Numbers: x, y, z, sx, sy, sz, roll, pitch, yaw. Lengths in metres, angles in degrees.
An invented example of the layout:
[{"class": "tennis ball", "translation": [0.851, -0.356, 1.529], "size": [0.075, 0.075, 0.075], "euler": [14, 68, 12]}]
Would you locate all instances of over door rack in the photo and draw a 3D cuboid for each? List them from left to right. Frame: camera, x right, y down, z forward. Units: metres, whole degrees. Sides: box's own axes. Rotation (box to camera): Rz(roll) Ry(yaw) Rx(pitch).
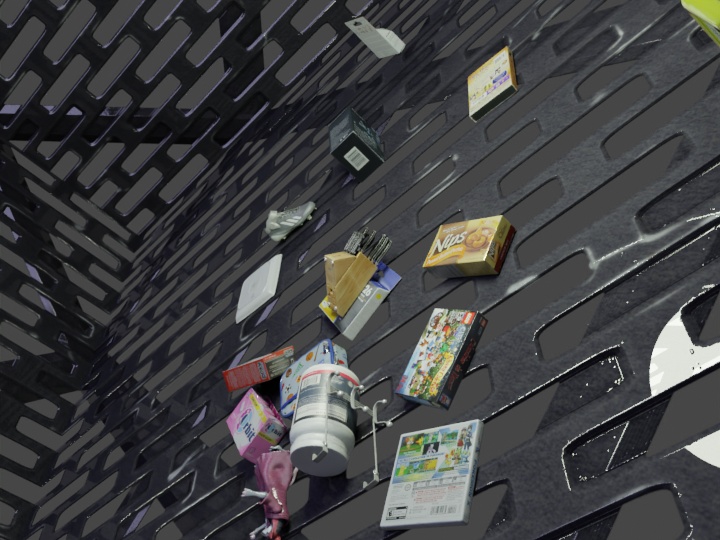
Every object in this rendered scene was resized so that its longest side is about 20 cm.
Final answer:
[{"class": "over door rack", "translation": [-0.009, 0.311, 1.434], "size": [0.066, 0.147, 0.202], "euler": [-37, 30, 36]}]

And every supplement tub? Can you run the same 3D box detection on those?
[{"class": "supplement tub", "translation": [-0.075, 0.316, 1.533], "size": [0.139, 0.140, 0.202], "euler": [-31, 35, 34]}]

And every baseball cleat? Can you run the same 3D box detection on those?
[{"class": "baseball cleat", "translation": [-0.247, -0.180, 2.439], "size": [0.199, 0.106, 0.070], "euler": [-41, 24, 16]}]

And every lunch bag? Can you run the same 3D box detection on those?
[{"class": "lunch bag", "translation": [-0.109, 0.268, 1.723], "size": [0.199, 0.075, 0.162], "euler": [-41, 31, 23]}]

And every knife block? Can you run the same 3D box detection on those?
[{"class": "knife block", "translation": [0.000, 0.000, 1.815], "size": [0.064, 0.172, 0.204], "euler": [-154, 57, -62]}]

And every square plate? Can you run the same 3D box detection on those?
[{"class": "square plate", "translation": [-0.342, 0.055, 2.392], "size": [0.199, 0.028, 0.200], "euler": [-36, 31, 29]}]

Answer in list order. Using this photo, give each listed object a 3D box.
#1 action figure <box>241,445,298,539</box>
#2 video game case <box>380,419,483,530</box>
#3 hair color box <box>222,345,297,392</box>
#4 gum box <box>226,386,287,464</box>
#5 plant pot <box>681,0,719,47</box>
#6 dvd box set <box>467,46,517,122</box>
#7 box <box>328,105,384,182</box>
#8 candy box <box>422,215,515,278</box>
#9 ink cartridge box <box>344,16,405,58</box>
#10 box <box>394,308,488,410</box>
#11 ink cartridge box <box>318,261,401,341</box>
[{"class": "action figure", "translation": [-0.182, 0.499, 1.569], "size": [0.146, 0.136, 0.202], "euler": [-8, 45, -9]}, {"class": "video game case", "translation": [0.127, 0.368, 1.289], "size": [0.198, 0.022, 0.185], "euler": [-24, 38, 44]}, {"class": "hair color box", "translation": [-0.268, 0.264, 1.927], "size": [0.198, 0.065, 0.110], "euler": [-21, -3, 44]}, {"class": "gum box", "translation": [-0.267, 0.390, 1.827], "size": [0.114, 0.066, 0.200], "euler": [-53, 27, -1]}, {"class": "plant pot", "translation": [0.688, -0.471, 1.240], "size": [0.182, 0.198, 0.200], "euler": [-47, 27, 23]}, {"class": "dvd box set", "translation": [0.358, -0.511, 1.972], "size": [0.145, 0.029, 0.202], "euler": [-34, 33, 32]}, {"class": "box", "translation": [-0.016, -0.405, 2.303], "size": [0.107, 0.148, 0.202], "euler": [-39, 30, 20]}, {"class": "candy box", "translation": [0.235, -0.049, 1.582], "size": [0.199, 0.055, 0.117], "euler": [-7, 51, 55]}, {"class": "ink cartridge box", "translation": [0.055, -0.891, 2.718], "size": [0.057, 0.200, 0.162], "euler": [-53, 27, -11]}, {"class": "box", "translation": [0.162, 0.174, 1.449], "size": [0.136, 0.038, 0.202], "euler": [-3, 55, 57]}, {"class": "ink cartridge box", "translation": [-0.006, 0.057, 1.846], "size": [0.201, 0.047, 0.197], "euler": [-54, 27, 2]}]
